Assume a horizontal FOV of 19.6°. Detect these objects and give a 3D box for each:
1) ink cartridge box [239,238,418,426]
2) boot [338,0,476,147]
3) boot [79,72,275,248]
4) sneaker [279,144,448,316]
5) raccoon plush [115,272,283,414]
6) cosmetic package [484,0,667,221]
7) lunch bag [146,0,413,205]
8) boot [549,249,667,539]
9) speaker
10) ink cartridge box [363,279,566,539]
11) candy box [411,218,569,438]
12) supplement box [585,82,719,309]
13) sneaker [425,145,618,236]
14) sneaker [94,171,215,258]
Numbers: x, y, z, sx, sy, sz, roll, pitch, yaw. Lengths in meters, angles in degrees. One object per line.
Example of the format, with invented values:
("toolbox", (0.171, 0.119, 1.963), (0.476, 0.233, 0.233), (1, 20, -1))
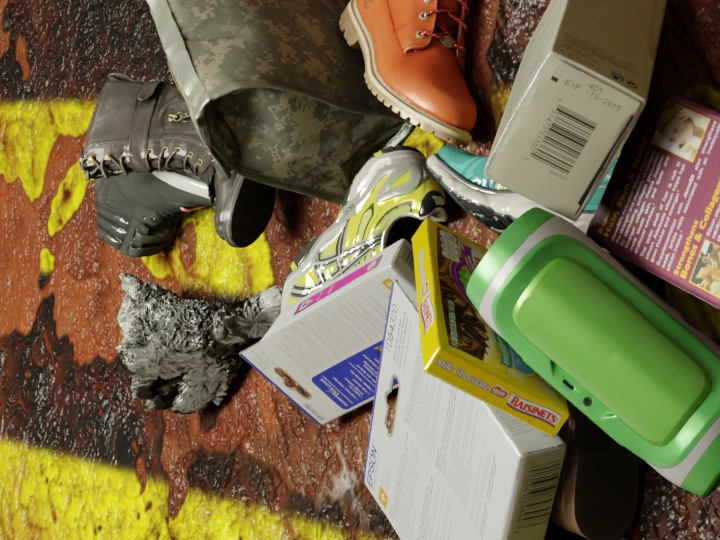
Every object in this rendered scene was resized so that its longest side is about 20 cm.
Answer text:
("ink cartridge box", (0.000, 0.051, 1.601), (0.199, 0.095, 0.037), (-31, 23, 43))
("boot", (0.053, -0.183, 1.626), (0.107, 0.075, 0.201), (-52, 41, 24))
("boot", (-0.163, -0.096, 1.814), (0.172, 0.069, 0.202), (-6, 52, 15))
("sneaker", (0.000, 0.000, 1.636), (0.201, 0.075, 0.077), (-62, 38, 22))
("raccoon plush", (-0.134, 0.038, 1.831), (0.198, 0.097, 0.135), (-22, 43, 16))
("cosmetic package", (0.147, -0.131, 1.385), (0.106, 0.071, 0.201), (-62, 3, 34))
("lunch bag", (-0.080, -0.158, 1.687), (0.118, 0.199, 0.165), (-50, 44, 31))
("boot", (0.155, 0.077, 1.409), (0.075, 0.073, 0.202), (10, 90, 64))
("speaker", (0.163, 0.051, 1.314), (0.200, 0.088, 0.089), (41, 117, 14))
("ink cartridge box", (0.069, 0.138, 1.469), (0.200, 0.043, 0.198), (-123, 32, -45))
("candy box", (0.086, 0.035, 1.419), (0.027, 0.102, 0.200), (-55, 15, 21))
("supplement box", (0.246, -0.031, 1.297), (0.200, 0.085, 0.111), (33, 105, 52))
("sneaker", (0.127, -0.061, 1.502), (0.199, 0.077, 0.080), (20, 76, 50))
("sneaker", (-0.174, -0.056, 1.908), (0.199, 0.070, 0.100), (15, 111, 43))
